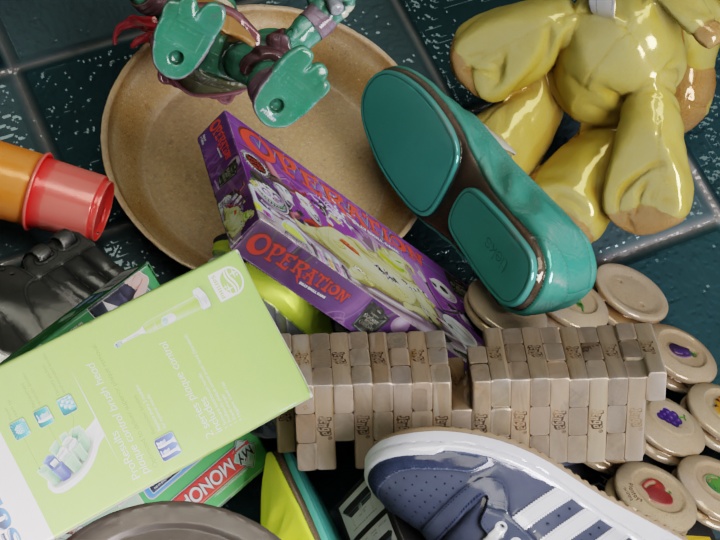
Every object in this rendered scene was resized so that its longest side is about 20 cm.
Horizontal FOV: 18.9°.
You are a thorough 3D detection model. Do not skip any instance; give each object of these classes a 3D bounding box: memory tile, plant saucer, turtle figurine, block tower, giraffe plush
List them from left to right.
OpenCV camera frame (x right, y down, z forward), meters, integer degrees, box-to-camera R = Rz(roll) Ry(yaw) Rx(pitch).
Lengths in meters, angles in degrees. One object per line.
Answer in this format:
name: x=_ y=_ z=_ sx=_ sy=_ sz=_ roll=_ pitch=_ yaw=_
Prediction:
turtle figurine: x=-0.079 y=-0.145 z=1.248 sx=0.150 sy=0.101 sz=0.200 roll=7 pitch=21 yaw=-12
plant saucer: x=-0.057 y=-0.069 z=1.306 sx=0.200 sy=0.035 sz=0.200 roll=4 pitch=60 yaw=-7
block tower: x=0.055 y=0.066 z=1.127 sx=0.200 sy=0.058 sz=0.054 roll=-3 pitch=30 yaw=-2
giraffe plush: x=0.161 y=-0.128 z=1.320 sx=0.173 sy=0.200 sz=0.162 roll=26 pitch=26 yaw=20
memory tile: x=0.158 y=0.069 z=1.219 sx=0.153 sy=0.017 sz=0.200 roll=-2 pitch=43 yaw=-39

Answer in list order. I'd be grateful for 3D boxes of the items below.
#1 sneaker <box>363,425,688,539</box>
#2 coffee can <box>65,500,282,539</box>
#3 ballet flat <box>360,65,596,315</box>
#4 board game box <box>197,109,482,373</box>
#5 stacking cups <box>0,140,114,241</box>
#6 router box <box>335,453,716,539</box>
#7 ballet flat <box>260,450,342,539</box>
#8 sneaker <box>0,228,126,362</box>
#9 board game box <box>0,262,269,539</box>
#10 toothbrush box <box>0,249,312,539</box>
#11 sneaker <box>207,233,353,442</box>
sneaker: x=0.087 y=0.158 z=1.075 sx=0.200 sy=0.070 sz=0.109 roll=26 pitch=47 yaw=-15
coffee can: x=-0.095 y=0.217 z=1.048 sx=0.146 sy=0.200 sz=0.146 roll=4 pitch=61 yaw=-7
ballet flat: x=0.071 y=-0.044 z=1.251 sx=0.070 sy=0.067 sz=0.200 roll=5 pitch=37 yaw=-41
board game box: x=0.000 y=0.000 z=1.190 sx=0.200 sy=0.032 sz=0.120 roll=35 pitch=14 yaw=-30
stacking cups: x=-0.243 y=-0.060 z=1.246 sx=0.200 sy=0.061 sz=0.061 roll=17 pitch=60 yaw=7
router box: x=0.105 y=0.170 z=1.159 sx=0.200 sy=0.052 sz=0.157 roll=-5 pitch=61 yaw=-32
ballet flat: x=-0.017 y=0.190 z=1.158 sx=0.067 sy=0.067 sz=0.200 roll=-33 pitch=71 yaw=-1
sneaker: x=-0.209 y=0.012 z=1.220 sx=0.200 sy=0.071 sz=0.099 roll=26 pitch=61 yaw=-2
board game box: x=-0.153 y=0.105 z=1.149 sx=0.200 sy=0.029 sz=0.135 roll=-39 pitch=104 yaw=-34
toothbrush box: x=-0.148 y=0.080 z=1.046 sx=0.200 sy=0.146 sz=0.086 roll=-26 pitch=90 yaw=-36
sneaker: x=-0.022 y=0.069 z=1.197 sx=0.200 sy=0.074 sz=0.081 roll=39 pitch=75 yaw=-13
